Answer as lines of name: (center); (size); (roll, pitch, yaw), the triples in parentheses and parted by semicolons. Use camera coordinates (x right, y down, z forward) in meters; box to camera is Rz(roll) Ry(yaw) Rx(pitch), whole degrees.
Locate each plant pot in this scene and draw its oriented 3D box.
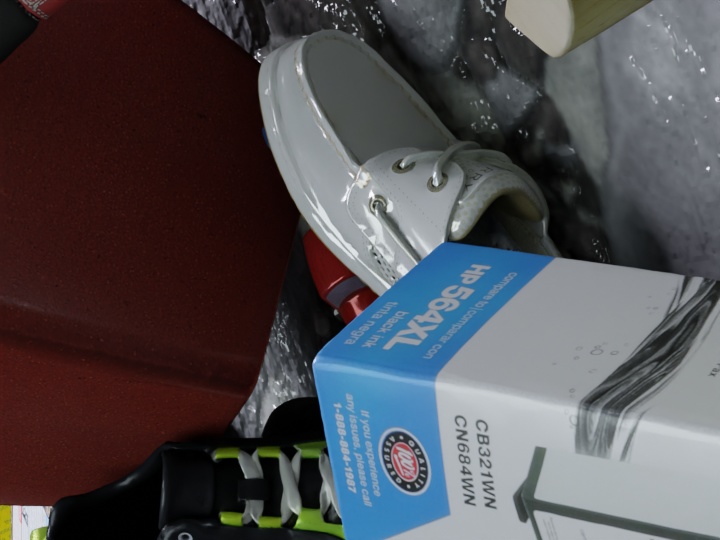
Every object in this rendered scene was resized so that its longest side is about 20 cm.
plant pot: (-0.127, -0.008, 0.848); (0.176, 0.200, 0.200); (20, 148, -11)

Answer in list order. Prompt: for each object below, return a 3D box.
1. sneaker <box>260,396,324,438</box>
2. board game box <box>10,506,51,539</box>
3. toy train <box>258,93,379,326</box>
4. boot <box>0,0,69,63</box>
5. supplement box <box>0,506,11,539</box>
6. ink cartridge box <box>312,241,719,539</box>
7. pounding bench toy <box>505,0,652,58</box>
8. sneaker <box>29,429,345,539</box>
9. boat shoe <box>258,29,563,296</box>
sneaker: (0.013, 0.157, 0.901); (0.200, 0.060, 0.104); (48, 142, 22)
board game box: (-0.099, 0.184, 1.027); (0.200, 0.097, 0.160); (58, 152, 36)
toy train: (0.000, 0.000, 0.774); (0.034, 0.046, 0.200); (-35, 61, 30)
boot: (-0.145, -0.179, 0.746); (0.200, 0.144, 0.072); (60, -171, 15)
supplement box: (-0.204, 0.199, 1.235); (0.200, 0.109, 0.109); (46, 145, 31)
ink cartridge box: (0.098, 0.083, 0.622); (0.200, 0.084, 0.146); (9, 121, 34)
pounding bench toy: (0.014, -0.172, 0.592); (0.156, 0.124, 0.200); (26, 132, 49)
sneaker: (-0.043, 0.099, 0.799); (0.200, 0.083, 0.072); (-20, 57, 26)
boat shoe: (0.037, -0.016, 0.734); (0.200, 0.071, 0.069); (56, 140, 15)
